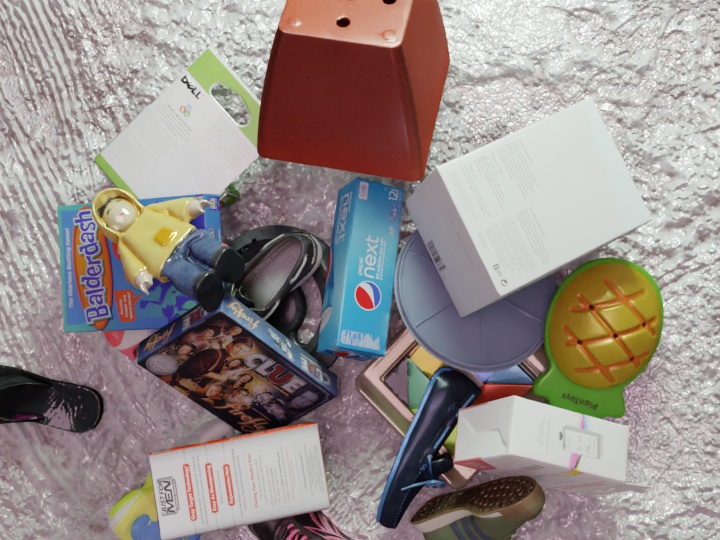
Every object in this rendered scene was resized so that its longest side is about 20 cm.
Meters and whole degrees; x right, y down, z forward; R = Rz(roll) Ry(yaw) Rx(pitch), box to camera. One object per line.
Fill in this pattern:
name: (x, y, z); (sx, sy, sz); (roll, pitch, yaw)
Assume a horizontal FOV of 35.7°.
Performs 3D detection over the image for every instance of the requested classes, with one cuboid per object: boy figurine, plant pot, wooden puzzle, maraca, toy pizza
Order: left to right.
boy figurine: (-0.217, -0.036, 1.233); (0.199, 0.065, 0.125); (32, 75, 28)
plant pot: (-0.007, -0.246, 1.253); (0.197, 0.177, 0.202); (10, 57, 8)
wooden puzzle: (0.119, 0.130, 1.336); (0.185, 0.037, 0.200); (44, 95, 7)
toy pizza: (0.135, 0.023, 1.315); (0.197, 0.032, 0.203); (3, 71, -9)
maraca: (0.273, 0.084, 1.282); (0.135, 0.107, 0.203); (16, 99, -2)

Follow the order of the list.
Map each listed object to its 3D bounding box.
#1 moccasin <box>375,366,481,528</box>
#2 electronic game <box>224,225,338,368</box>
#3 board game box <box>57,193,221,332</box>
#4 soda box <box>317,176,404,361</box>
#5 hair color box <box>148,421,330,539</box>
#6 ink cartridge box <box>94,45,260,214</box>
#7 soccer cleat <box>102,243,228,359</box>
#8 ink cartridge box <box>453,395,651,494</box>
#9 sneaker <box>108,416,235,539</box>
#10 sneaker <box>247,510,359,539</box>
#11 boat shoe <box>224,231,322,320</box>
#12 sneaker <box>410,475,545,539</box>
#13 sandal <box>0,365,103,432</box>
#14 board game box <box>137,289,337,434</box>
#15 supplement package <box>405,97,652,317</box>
moccasin: (0.079, 0.213, 1.294); (0.068, 0.080, 0.202); (24, 99, 6)
electronic game: (-0.104, 0.045, 1.367); (0.197, 0.042, 0.203); (-1, 86, 15)
board game box: (-0.259, -0.007, 1.315); (0.197, 0.045, 0.154); (-4, 90, 19)
soda box: (0.000, 0.000, 1.311); (0.063, 0.068, 0.203); (13, 76, -20)
hair color box: (-0.141, 0.244, 1.302); (0.197, 0.061, 0.103); (-8, 87, -11)
ink cartridge box: (-0.201, -0.147, 1.369); (0.200, 0.076, 0.148); (-43, 83, 4)
soccer cleat: (-0.231, 0.036, 1.373); (0.199, 0.067, 0.077); (-31, 114, 12)
ink cartridge box: (0.219, 0.201, 1.255); (0.198, 0.116, 0.068); (18, 69, -24)
sneaker: (-0.209, 0.271, 1.373); (0.200, 0.076, 0.105); (-41, 102, 5)
sneaker: (-0.053, 0.332, 1.328); (0.198, 0.095, 0.080); (28, 94, 9)
boat shoe: (-0.127, 0.031, 1.321); (0.200, 0.060, 0.074); (-42, 77, 8)
sneaker: (0.150, 0.297, 1.279); (0.199, 0.067, 0.090); (-25, 102, 47)
sandal: (-0.424, 0.162, 1.407); (0.197, 0.048, 0.076); (4, 89, 8)
board game box: (-0.139, 0.115, 1.292); (0.135, 0.035, 0.200); (-32, 129, 25)
supplement package: (0.182, -0.066, 1.245); (0.198, 0.151, 0.153); (-25, 85, -15)
